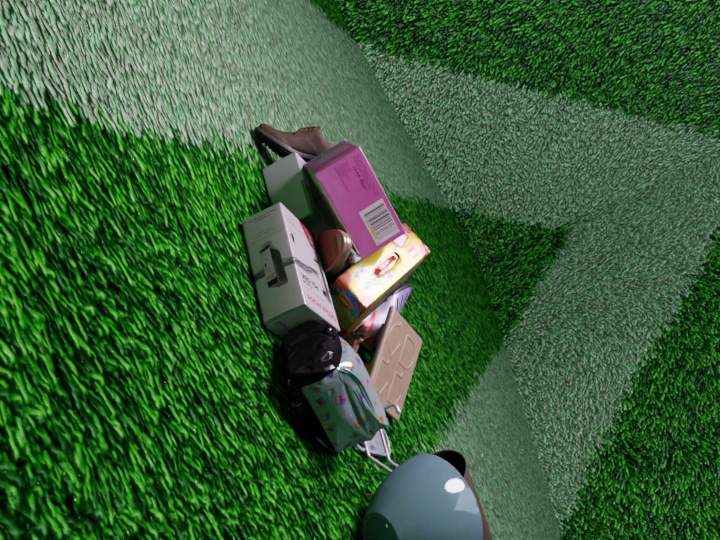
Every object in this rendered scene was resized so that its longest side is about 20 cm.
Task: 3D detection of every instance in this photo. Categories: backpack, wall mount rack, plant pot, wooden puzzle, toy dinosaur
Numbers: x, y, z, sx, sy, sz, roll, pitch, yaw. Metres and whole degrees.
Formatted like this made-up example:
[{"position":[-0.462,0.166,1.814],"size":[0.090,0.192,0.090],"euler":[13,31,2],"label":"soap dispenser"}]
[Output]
[{"position":[-0.041,0.193,1.335],"size":[0.168,0.125,0.202],"euler":[-92,158,-64],"label":"backpack"},{"position":[0.052,0.328,1.564],"size":[0.200,0.074,0.176],"euler":[35,34,-63],"label":"wall mount rack"},{"position":[0.081,0.416,1.363],"size":[0.133,0.199,0.203],"euler":[-11,74,-40],"label":"plant pot"},{"position":[0.059,0.193,1.744],"size":[0.200,0.046,0.188],"euler":[53,51,-55],"label":"wooden puzzle"},{"position":[-0.034,0.064,1.672],"size":[0.201,0.085,0.136],"euler":[51,42,-11],"label":"toy dinosaur"}]

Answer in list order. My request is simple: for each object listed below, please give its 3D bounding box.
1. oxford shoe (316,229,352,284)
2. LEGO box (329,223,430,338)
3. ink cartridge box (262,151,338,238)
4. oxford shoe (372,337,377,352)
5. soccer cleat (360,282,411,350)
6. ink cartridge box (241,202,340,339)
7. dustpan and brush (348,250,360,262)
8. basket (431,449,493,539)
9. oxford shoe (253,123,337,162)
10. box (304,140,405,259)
[{"position":[-0.047,-0.024,1.540],"size":[0.200,0.073,0.072],"euler":[140,-54,-62],"label":"oxford shoe"},{"position":[0.020,0.023,1.583],"size":[0.077,0.149,0.199],"euler":[46,54,6],"label":"LEGO box"},{"position":[-0.103,-0.120,1.690],"size":[0.200,0.082,0.149],"euler":[41,27,-59],"label":"ink cartridge box"},{"position":[0.027,0.091,1.886],"size":[0.073,0.070,0.202],"euler":[110,-19,-47],"label":"oxford shoe"},{"position":[0.052,0.095,1.806],"size":[0.199,0.068,0.074],"euler":[-36,92,-42],"label":"soccer cleat"},{"position":[-0.117,0.011,1.428],"size":[0.147,0.082,0.203],"euler":[43,26,-59],"label":"ink cartridge box"},{"position":[0.000,0.000,1.762],"size":[0.057,0.140,0.201],"euler":[31,-21,19],"label":"dustpan and brush"},{"position":[0.186,0.495,1.691],"size":[0.181,0.134,0.203],"euler":[-67,135,-66],"label":"basket"},{"position":[-0.119,-0.258,1.703],"size":[0.197,0.086,0.073],"euler":[23,-9,-3],"label":"oxford shoe"},{"position":[-0.014,-0.136,1.564],"size":[0.178,0.096,0.200],"euler":[60,-3,-15],"label":"box"}]
